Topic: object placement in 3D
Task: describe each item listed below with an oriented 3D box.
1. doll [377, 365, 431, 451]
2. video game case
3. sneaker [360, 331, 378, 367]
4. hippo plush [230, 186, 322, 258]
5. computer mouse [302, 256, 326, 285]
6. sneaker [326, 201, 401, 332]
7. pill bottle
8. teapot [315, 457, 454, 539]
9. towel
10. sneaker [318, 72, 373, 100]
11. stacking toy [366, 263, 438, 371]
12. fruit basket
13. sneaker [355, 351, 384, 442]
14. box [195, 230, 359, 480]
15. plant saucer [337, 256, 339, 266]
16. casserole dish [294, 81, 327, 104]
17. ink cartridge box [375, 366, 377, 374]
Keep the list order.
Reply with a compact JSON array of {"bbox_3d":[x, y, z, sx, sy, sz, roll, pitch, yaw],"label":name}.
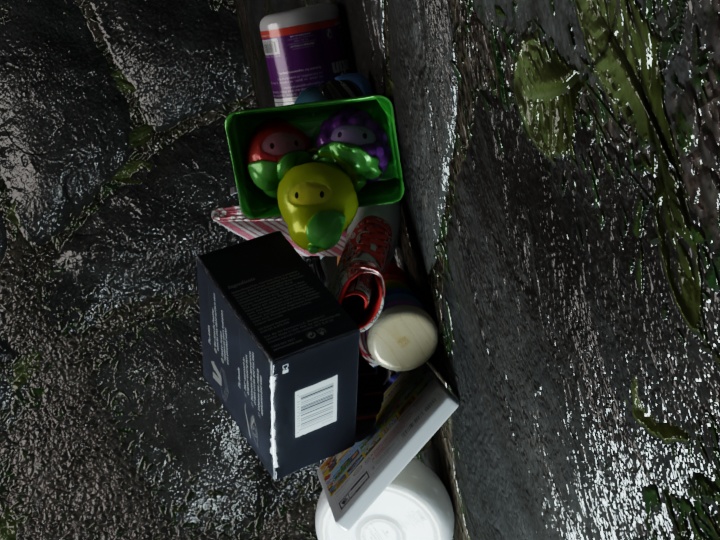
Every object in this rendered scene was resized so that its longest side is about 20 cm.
[{"bbox_3d":[0.050,0.161,1.801,0.137,0.048,0.200,86,169,-46],"label":"doll"},{"bbox_3d":[0.029,0.206,1.556,0.023,0.200,0.182,40,-178,-14],"label":"video game case"},{"bbox_3d":[0.028,0.104,1.678,0.200,0.071,0.113,-135,38,-57],"label":"sneaker"},{"bbox_3d":[-0.095,-0.085,2.047,0.159,0.199,0.161,-45,-63,-72],"label":"hippo plush"},{"bbox_3d":[-0.018,-0.057,1.744,0.200,0.044,0.110,-39,43,45],"label":"computer mouse"},{"bbox_3d":[0.011,-0.011,1.517,0.202,0.067,0.108,-66,14,-10],"label":"sneaker"},{"bbox_3d":[-0.066,-0.257,1.744,0.112,0.112,0.201,-130,28,-75],"label":"pill bottle"},{"bbox_3d":[0.035,0.313,1.715,0.146,0.197,0.201,-70,-10,-64],"label":"teapot"},{"bbox_3d":[-0.074,-0.053,1.658,0.146,0.199,0.030,33,-116,-53],"label":"towel"},{"bbox_3d":[-0.025,-0.155,1.638,0.071,0.082,0.200,-117,24,-61],"label":"sneaker"},{"bbox_3d":[0.039,0.044,1.586,0.200,0.085,0.086,-106,7,-65],"label":"stacking toy"},{"bbox_3d":[-0.053,-0.118,1.500,0.216,0.215,0.156,-118,18,-67],"label":"fruit basket"},{"bbox_3d":[-0.026,0.135,1.627,0.087,0.074,0.201,122,142,-50],"label":"sneaker"},{"bbox_3d":[-0.098,0.096,1.496,0.200,0.117,0.197,49,148,40],"label":"box"},{"bbox_3d":[0.000,0.000,1.820,0.200,0.037,0.201,178,90,-77],"label":"plant saucer"},{"bbox_3d":[-0.050,-0.147,1.682,0.039,0.121,0.201,23,99,46],"label":"casserole dish"},{"bbox_3d":[0.011,0.174,1.954,0.200,0.068,0.116,-66,-36,-78],"label":"ink cartridge box"}]
